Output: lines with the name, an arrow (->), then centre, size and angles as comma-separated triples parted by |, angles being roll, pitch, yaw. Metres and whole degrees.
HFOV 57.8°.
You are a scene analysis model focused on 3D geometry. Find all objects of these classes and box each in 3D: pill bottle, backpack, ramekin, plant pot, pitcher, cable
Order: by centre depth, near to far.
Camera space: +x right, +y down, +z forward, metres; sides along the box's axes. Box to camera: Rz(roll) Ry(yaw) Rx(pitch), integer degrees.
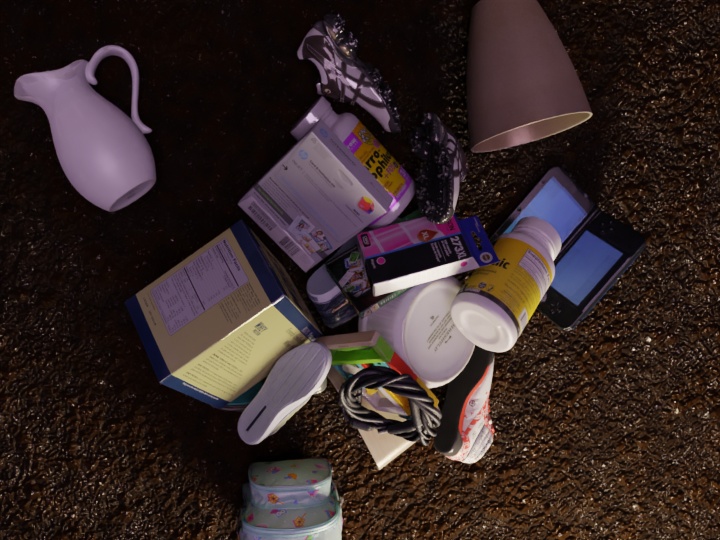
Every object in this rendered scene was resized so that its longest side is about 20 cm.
pitcher -> -0.359, -0.205, 0.927 | 0.170, 0.121, 0.203 | -35, 94, -16
cable -> 0.044, 0.208, 0.973 | 0.160, 0.202, 0.051 | 26, 56, 5
plant pot -> 0.234, -0.305, 0.980 | 0.182, 0.187, 0.206 | -13, 90, -7
pill bottle -> -0.013, -0.163, 0.991 | 0.104, 0.104, 0.200 | -46, 105, 2
pill bottle -> 0.230, 0.015, 0.998 | 0.112, 0.110, 0.201 | 49, 61, -16
ramekin -> 0.099, 0.089, 1.030 | 0.198, 0.093, 0.209 | -2, 94, -34
backpack -> -0.111, 0.393, 1.041 | 0.170, 0.200, 0.158 | 1, 102, -9

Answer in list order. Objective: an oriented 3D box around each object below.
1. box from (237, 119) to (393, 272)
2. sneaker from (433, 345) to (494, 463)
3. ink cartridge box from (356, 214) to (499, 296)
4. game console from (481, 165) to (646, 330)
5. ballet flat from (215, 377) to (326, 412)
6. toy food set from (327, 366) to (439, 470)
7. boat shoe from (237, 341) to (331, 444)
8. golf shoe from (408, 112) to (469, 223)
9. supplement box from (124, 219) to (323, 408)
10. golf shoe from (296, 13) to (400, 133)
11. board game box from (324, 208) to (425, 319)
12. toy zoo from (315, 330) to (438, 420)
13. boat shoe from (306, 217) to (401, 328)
box -> -0.071, -0.103, 0.968 | 0.156, 0.042, 0.199 | 44, 133, -14
sneaker -> 0.199, 0.233, 1.136 | 0.107, 0.066, 0.206 | 34, 74, -42
ink cartridge box -> 0.098, -0.032, 0.957 | 0.194, 0.096, 0.038 | -14, 144, -8
game console -> 0.332, -0.039, 1.074 | 0.201, 0.171, 0.118 | -49, 131, 3
ballet flat -> -0.148, 0.201, 1.064 | 0.194, 0.068, 0.065 | -16, 128, 1
toy food set -> 0.043, 0.218, 1.111 | 0.142, 0.060, 0.204 | -32, 107, -14
boat shoe -> -0.112, 0.182, 0.992 | 0.200, 0.062, 0.072 | -46, 73, 16
golf shoe -> 0.132, -0.147, 0.978 | 0.093, 0.204, 0.077 | 24, 137, -31
supplement box -> -0.188, 0.071, 0.944 | 0.197, 0.201, 0.136 | -34, 66, -1
golf shoe -> -0.015, -0.282, 0.992 | 0.093, 0.078, 0.201 | -34, 104, 17
board game box -> 0.054, -0.018, 0.984 | 0.197, 0.105, 0.024 | -30, 148, -16
toy zoo -> 0.033, 0.167, 0.992 | 0.201, 0.129, 0.021 | 48, 53, -27
boat shoe -> 0.000, 0.000, 1.053 | 0.199, 0.070, 0.092 | -40, 140, -16
